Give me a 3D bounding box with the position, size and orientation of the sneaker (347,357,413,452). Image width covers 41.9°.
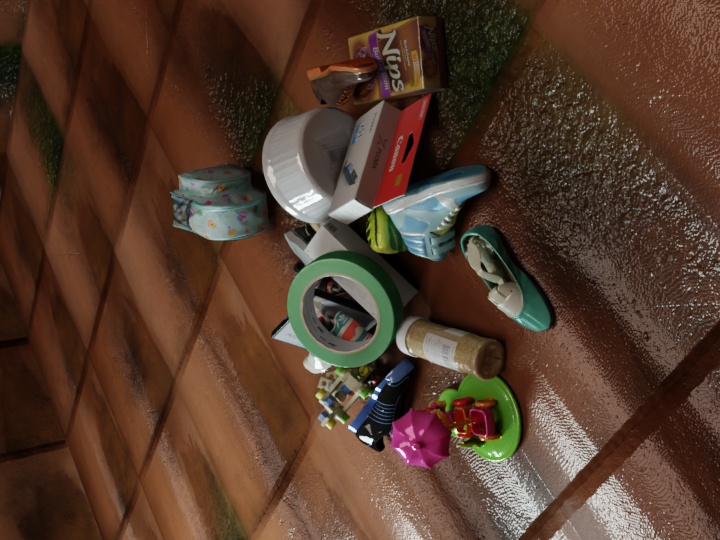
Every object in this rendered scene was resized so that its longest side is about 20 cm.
[{"bbox_3d":[0.055,0.245,1.700,0.078,0.070,0.200,39,124,10],"label":"sneaker"}]

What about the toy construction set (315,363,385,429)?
[{"bbox_3d":[-0.024,0.218,1.713,0.092,0.131,0.200,40,-179,-3],"label":"toy construction set"}]

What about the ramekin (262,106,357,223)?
[{"bbox_3d":[-0.064,-0.191,1.659,0.098,0.200,0.201,-16,84,49],"label":"ramekin"}]

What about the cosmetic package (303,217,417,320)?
[{"bbox_3d":[0.000,0.000,1.657,0.200,0.051,0.083,44,134,3],"label":"cosmetic package"}]

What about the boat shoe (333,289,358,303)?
[{"bbox_3d":[-0.059,0.066,1.809,0.200,0.076,0.072,-24,51,44],"label":"boat shoe"}]

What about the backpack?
[{"bbox_3d":[-0.294,-0.143,2.014,0.200,0.176,0.153,32,126,43],"label":"backpack"}]

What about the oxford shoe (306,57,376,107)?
[{"bbox_3d":[-0.024,-0.318,1.595,0.200,0.071,0.073,15,119,64],"label":"oxford shoe"}]

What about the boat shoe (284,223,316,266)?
[{"bbox_3d":[-0.093,-0.049,1.800,0.071,0.064,0.200,61,173,-25],"label":"boat shoe"}]

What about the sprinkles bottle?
[{"bbox_3d":[0.143,0.125,1.535,0.200,0.068,0.068,15,109,53],"label":"sprinkles bottle"}]

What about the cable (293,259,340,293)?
[{"bbox_3d":[-0.081,0.015,1.829,0.050,0.097,0.200,45,159,-21],"label":"cable"}]

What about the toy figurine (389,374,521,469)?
[{"bbox_3d":[0.120,0.247,1.492,0.200,0.184,0.150,-4,93,56],"label":"toy figurine"}]

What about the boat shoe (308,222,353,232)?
[{"bbox_3d":[-0.042,-0.083,1.766,0.066,0.074,0.200,-48,55,20],"label":"boat shoe"}]

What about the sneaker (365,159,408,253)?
[{"bbox_3d":[0.057,-0.122,1.604,0.074,0.084,0.200,-18,63,60],"label":"sneaker"}]

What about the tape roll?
[{"bbox_3d":[-0.028,0.068,1.626,0.200,0.048,0.201,7,111,20],"label":"tape roll"}]

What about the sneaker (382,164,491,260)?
[{"bbox_3d":[0.141,-0.087,1.500,0.200,0.080,0.131,-15,105,41],"label":"sneaker"}]

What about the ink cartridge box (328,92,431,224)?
[{"bbox_3d":[0.030,-0.191,1.553,0.176,0.045,0.200,-24,45,55],"label":"ink cartridge box"}]

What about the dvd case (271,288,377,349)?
[{"bbox_3d":[-0.067,0.104,1.777,0.200,0.143,0.018,-44,33,50],"label":"dvd case"}]

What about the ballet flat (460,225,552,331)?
[{"bbox_3d":[0.209,0.016,1.414,0.200,0.070,0.067,60,140,28],"label":"ballet flat"}]

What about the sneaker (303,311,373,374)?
[{"bbox_3d":[-0.061,0.127,1.751,0.093,0.070,0.200,48,144,-10],"label":"sneaker"}]

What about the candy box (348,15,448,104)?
[{"bbox_3d":[0.059,-0.346,1.566,0.200,0.056,0.117,1,98,54],"label":"candy box"}]
